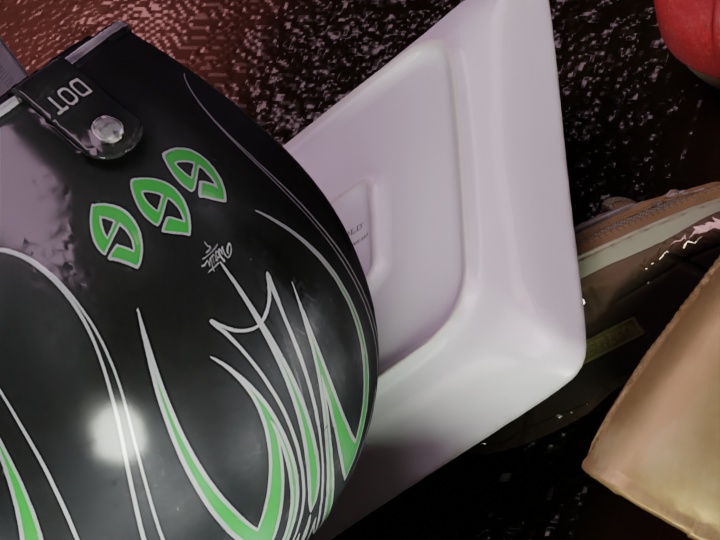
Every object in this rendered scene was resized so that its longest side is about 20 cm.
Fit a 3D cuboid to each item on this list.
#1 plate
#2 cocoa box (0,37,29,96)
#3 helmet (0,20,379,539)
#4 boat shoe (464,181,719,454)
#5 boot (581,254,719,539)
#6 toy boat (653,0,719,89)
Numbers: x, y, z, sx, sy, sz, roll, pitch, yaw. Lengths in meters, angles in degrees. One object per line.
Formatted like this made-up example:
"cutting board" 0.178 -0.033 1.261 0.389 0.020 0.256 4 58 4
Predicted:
"plate" 0.000 0.000 1.079 0.199 0.032 0.201 -36 41 34
"cocoa box" -0.227 -0.042 1.216 0.199 0.134 0.131 25 69 40
"helmet" -0.087 0.032 0.971 0.200 0.191 0.200 -35 6 4
"boat shoe" 0.109 -0.003 1.057 0.199 0.072 0.076 -20 36 13
"boot" 0.199 0.026 0.979 0.174 0.066 0.201 30 88 3
"toy boat" 0.182 -0.173 1.106 0.130 0.131 0.201 3 56 29
